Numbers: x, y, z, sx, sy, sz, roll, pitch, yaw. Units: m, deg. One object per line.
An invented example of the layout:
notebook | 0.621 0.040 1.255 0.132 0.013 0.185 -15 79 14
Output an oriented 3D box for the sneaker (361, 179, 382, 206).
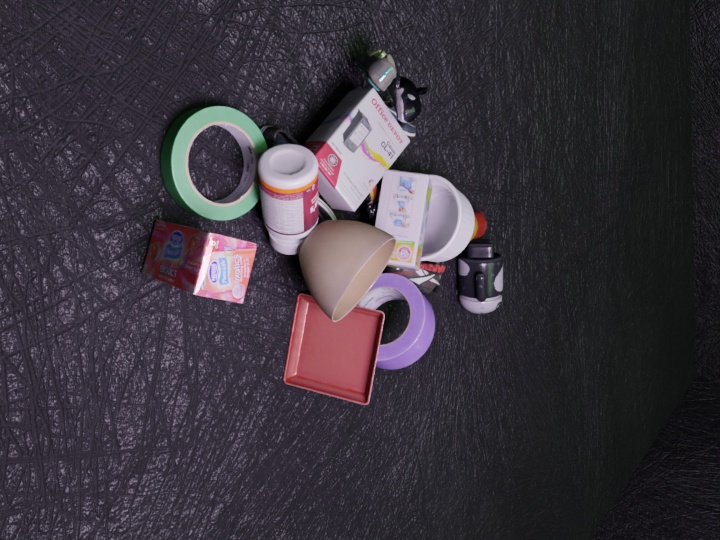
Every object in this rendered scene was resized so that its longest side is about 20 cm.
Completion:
sneaker | 0.016 -0.250 1.314 0.090 0.070 0.202 -33 125 -40

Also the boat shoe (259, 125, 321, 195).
boat shoe | -0.126 -0.214 1.190 0.200 0.056 0.069 39 73 -41

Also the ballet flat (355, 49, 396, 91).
ballet flat | 0.037 -0.415 1.206 0.064 0.201 0.067 -43 117 15

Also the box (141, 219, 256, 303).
box | -0.273 -0.019 0.996 0.094 0.199 0.104 16 89 -44

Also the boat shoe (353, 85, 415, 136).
boat shoe | 0.054 -0.353 1.321 0.199 0.075 0.062 13 102 -35

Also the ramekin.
ramekin | 0.171 -0.115 1.402 0.097 0.199 0.203 14 90 -51

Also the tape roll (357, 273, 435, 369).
tape roll | 0.062 0.114 1.333 0.201 0.199 0.085 -64 149 -11

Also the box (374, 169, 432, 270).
box | 0.092 -0.107 1.311 0.112 0.100 0.202 26 73 -78

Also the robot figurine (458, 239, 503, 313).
robot figurine | 0.331 0.018 1.627 0.149 0.124 0.202 -14 109 -37

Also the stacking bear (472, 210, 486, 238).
stacking bear | 0.254 -0.116 1.541 0.199 0.113 0.123 -8 105 -46

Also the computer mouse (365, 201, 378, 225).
computer mouse | 0.005 -0.049 1.302 0.110 0.043 0.201 87 24 -66

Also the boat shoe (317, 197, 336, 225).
boat shoe | -0.084 -0.076 1.251 0.062 0.074 0.201 -48 133 -32

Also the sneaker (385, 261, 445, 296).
sneaker | 0.136 0.019 1.480 0.199 0.070 0.099 3 95 -45

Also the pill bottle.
pill bottle | -0.133 -0.129 1.120 0.109 0.109 0.201 -40 154 -29

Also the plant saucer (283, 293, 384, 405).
plant saucer | -0.054 0.165 1.273 0.037 0.198 0.202 -2 103 -73

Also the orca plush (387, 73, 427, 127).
orca plush | 0.102 -0.351 1.212 0.070 0.200 0.106 -9 108 -2

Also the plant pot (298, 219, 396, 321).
plant pot | -0.041 -0.020 1.159 0.201 0.134 0.201 -49 167 -15

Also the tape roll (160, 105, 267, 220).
tape roll | -0.259 -0.193 1.076 0.199 0.048 0.203 -11 106 -41

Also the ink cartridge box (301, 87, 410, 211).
ink cartridge box | -0.015 -0.239 1.179 0.201 0.085 0.148 -52 124 -15
